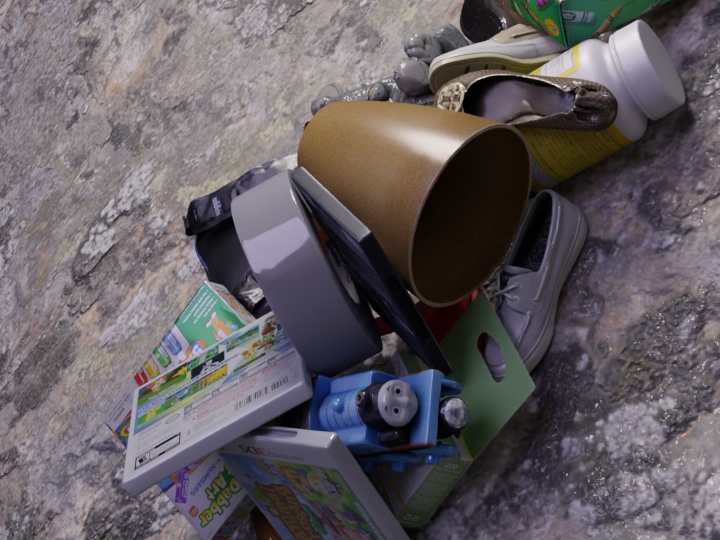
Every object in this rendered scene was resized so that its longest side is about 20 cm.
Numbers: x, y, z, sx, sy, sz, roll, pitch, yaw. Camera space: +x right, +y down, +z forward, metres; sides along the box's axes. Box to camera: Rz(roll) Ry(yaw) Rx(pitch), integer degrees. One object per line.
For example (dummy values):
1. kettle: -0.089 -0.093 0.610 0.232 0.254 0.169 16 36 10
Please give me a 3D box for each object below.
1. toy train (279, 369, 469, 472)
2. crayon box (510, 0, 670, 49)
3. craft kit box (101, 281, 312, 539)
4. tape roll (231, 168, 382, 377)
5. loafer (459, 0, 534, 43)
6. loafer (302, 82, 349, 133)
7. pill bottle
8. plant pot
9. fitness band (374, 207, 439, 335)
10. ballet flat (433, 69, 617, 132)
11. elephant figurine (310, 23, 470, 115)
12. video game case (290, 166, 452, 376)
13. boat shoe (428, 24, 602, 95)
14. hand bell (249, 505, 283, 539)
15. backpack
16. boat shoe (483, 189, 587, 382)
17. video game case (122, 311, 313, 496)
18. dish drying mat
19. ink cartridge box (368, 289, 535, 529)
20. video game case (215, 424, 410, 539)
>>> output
1. toy train: 0.011 0.138 1.185 0.199 0.113 0.088 -18 62 53
2. crayon box: 0.267 -0.316 1.339 0.199 0.059 0.119 -26 38 -10
3. craft kit box: -0.155 0.151 1.361 0.197 0.048 0.201 41 100 24
4. tape roll: -0.051 0.004 1.245 0.066 0.201 0.201 -27 44 5
5. loafer: 0.168 -0.291 1.492 0.201 0.070 0.074 -104 26 -53
6. loafer: -0.045 -0.166 1.603 0.071 0.063 0.202 -24 48 33
7. pill bottle: 0.220 -0.163 1.298 0.199 0.114 0.115 -28 46 28
8. plant pot: 0.038 -0.090 1.266 0.199 0.186 0.187 29 84 35
9. fitness band: 0.000 0.000 1.354 0.198 0.037 0.145 -16 83 9
10. ballet flat: 0.154 -0.165 1.246 0.198 0.046 0.068 10 89 34
11. elephant figurine: 0.062 -0.191 1.476 0.141 0.156 0.200 -33 0 -30
12. video game case: 0.011 0.003 1.210 0.019 0.201 0.143 -38 41 -6
13. boat shoe: 0.167 -0.222 1.374 0.198 0.075 0.069 -4 46 -7
14. hand bell: -0.121 0.249 1.382 0.104 0.104 0.200 -45 52 10
15. backpack: -0.083 -0.030 1.475 0.190 0.153 0.201 -44 53 20
16. boat shoe: 0.164 0.014 1.261 0.072 0.068 0.201 17 75 49
17. video game case: -0.140 0.121 1.249 0.199 0.022 0.183 -30 23 7
18. dish drying mat: 0.095 0.089 1.315 0.076 0.018 0.202 -30 46 33
19. ink cartridge box: 0.073 0.132 1.243 0.201 0.048 0.146 -57 36 27
20. video game case: -0.042 0.223 1.220 0.181 0.201 0.022 0 42 45
